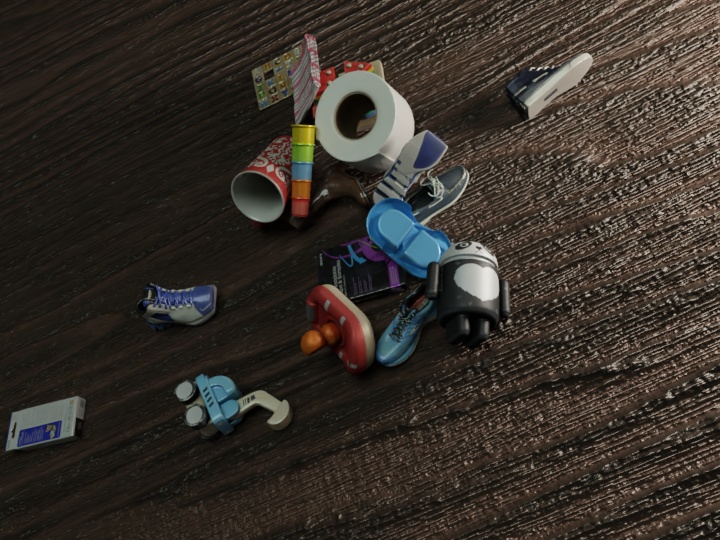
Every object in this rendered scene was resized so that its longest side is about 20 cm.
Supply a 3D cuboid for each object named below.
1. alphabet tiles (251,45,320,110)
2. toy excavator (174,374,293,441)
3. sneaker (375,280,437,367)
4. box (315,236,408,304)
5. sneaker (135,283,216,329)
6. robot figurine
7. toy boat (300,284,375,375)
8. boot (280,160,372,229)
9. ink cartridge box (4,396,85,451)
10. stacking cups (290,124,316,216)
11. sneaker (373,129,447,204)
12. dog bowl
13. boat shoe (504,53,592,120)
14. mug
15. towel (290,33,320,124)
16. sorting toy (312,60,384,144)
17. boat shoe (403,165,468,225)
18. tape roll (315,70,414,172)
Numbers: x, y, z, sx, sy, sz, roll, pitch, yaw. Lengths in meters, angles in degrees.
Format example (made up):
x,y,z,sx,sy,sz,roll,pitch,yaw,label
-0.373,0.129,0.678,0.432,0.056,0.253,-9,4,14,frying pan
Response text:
x,y,z,sx,sy,sz,roll,pitch,yaw,label
-0.208,-0.547,1.857,0.197,0.008,0.170,-24,56,10,alphabet tiles
-0.261,0.278,1.381,0.198,0.101,0.196,-31,56,-7,toy excavator
0.089,0.098,1.325,0.078,0.090,0.201,32,81,33,sneaker
0.000,0.000,1.450,0.196,0.036,0.146,-17,58,15,box
-0.440,0.078,1.536,0.195,0.115,0.082,-15,61,16,sneaker
0.209,0.043,1.283,0.123,0.150,0.204,-12,58,31,robot figurine
-0.062,0.130,1.330,0.129,0.132,0.199,-27,49,-29,toy boat
-0.086,-0.150,1.551,0.198,0.065,0.187,-36,43,-3,boot
-0.744,0.366,1.565,0.196,0.037,0.097,-14,59,13,ink cartridge box
-0.129,-0.225,1.501,0.059,0.060,0.205,5,100,25,stacking cups
0.099,-0.224,1.469,0.080,0.115,0.200,39,101,-9,sneaker
0.099,-0.061,1.389,0.199,0.050,0.112,39,76,8,dog bowl
0.416,-0.435,1.488,0.199,0.075,0.093,-37,63,1,boat shoe
-0.218,-0.216,1.584,0.177,0.133,0.201,-34,19,39,mug
-0.148,-0.495,1.724,0.029,0.147,0.204,8,54,-23,towel
-0.035,-0.448,1.690,0.195,0.070,0.204,-15,58,14,sorting toy
0.155,-0.168,1.461,0.198,0.062,0.075,-37,54,0,boat shoe
0.012,-0.338,1.528,0.198,0.139,0.208,-1,88,22,tape roll
